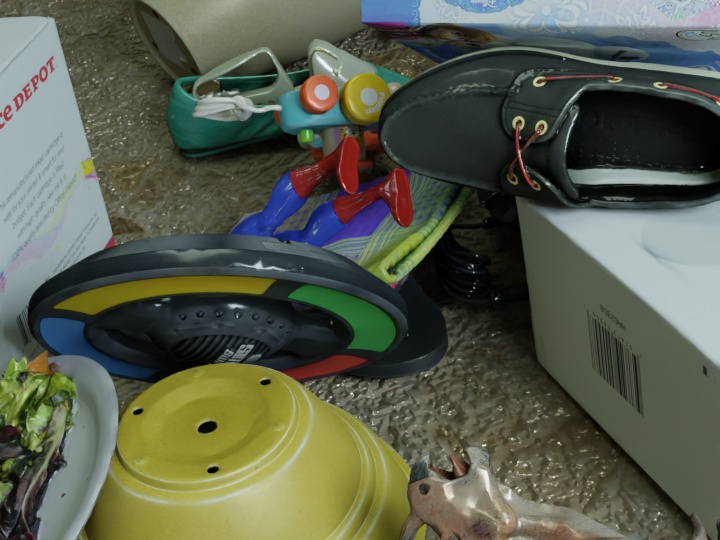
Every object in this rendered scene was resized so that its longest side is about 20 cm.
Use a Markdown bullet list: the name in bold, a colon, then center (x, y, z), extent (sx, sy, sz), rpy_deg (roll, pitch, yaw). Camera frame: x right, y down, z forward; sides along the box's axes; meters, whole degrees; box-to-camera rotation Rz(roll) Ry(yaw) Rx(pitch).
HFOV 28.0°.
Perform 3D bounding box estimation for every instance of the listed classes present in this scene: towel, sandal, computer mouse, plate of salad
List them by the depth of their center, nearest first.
- **plate of salad**: center (-0.201, 0.118, 0.714), extent (0.200, 0.048, 0.200), rpy_deg (-28, 35, 22)
- **towel**: center (-0.029, -0.014, 0.882), extent (0.200, 0.023, 0.144), rpy_deg (-12, 27, 40)
- **sandal**: center (0.000, 0.000, 0.896), extent (0.075, 0.045, 0.200), rpy_deg (-14, 34, -6)
- **computer mouse**: center (0.127, -0.039, 0.905), extent (0.199, 0.046, 0.141), rpy_deg (-9, 33, -12)

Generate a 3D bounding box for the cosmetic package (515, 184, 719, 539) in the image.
- **cosmetic package**: center (0.219, 0.016, 0.748), extent (0.200, 0.123, 0.199), rpy_deg (-21, 34, -13)

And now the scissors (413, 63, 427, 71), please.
- **scissors**: center (0.085, -0.097, 0.865), extent (0.073, 0.014, 0.200), rpy_deg (9, 15, -15)

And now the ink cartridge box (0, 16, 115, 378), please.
- **ink cartridge box**: center (-0.222, -0.032, 0.859), extent (0.083, 0.200, 0.146), rpy_deg (3, 36, 17)

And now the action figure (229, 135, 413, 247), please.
- **action figure**: center (-0.063, -0.007, 0.797), extent (0.200, 0.065, 0.052), rpy_deg (-26, 54, 38)

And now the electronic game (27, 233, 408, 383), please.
- **electronic game**: center (-0.074, 0.028, 0.763), extent (0.199, 0.200, 0.042), rpy_deg (-4, 69, 7)

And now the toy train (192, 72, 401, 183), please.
- **toy train**: center (-0.011, -0.084, 0.945), extent (0.150, 0.056, 0.200), rpy_deg (-9, -4, 30)

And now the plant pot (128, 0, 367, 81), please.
- **plant pot**: center (-0.084, -0.240, 1.172), extent (0.200, 0.188, 0.187), rpy_deg (-40, 43, -17)

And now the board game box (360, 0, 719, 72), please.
- **board game box**: center (0.131, -0.133, 0.798), extent (0.199, 0.044, 0.200), rpy_deg (4, -2, 26)

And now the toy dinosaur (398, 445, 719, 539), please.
- **toy dinosaur**: center (0.102, 0.165, 0.608), extent (0.135, 0.086, 0.200), rpy_deg (-21, 51, 2)

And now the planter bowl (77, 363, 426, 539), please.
- **planter bowl**: center (-0.071, 0.106, 0.726), extent (0.200, 0.084, 0.201), rpy_deg (-7, 35, 5)

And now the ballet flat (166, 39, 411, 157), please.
- **ballet flat**: center (-0.049, -0.135, 1.083), extent (0.199, 0.071, 0.067), rpy_deg (-10, 34, -2)

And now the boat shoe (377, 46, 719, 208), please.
- **boat shoe**: center (0.102, -0.071, 0.734), extent (0.201, 0.074, 0.063), rpy_deg (3, 24, 16)
